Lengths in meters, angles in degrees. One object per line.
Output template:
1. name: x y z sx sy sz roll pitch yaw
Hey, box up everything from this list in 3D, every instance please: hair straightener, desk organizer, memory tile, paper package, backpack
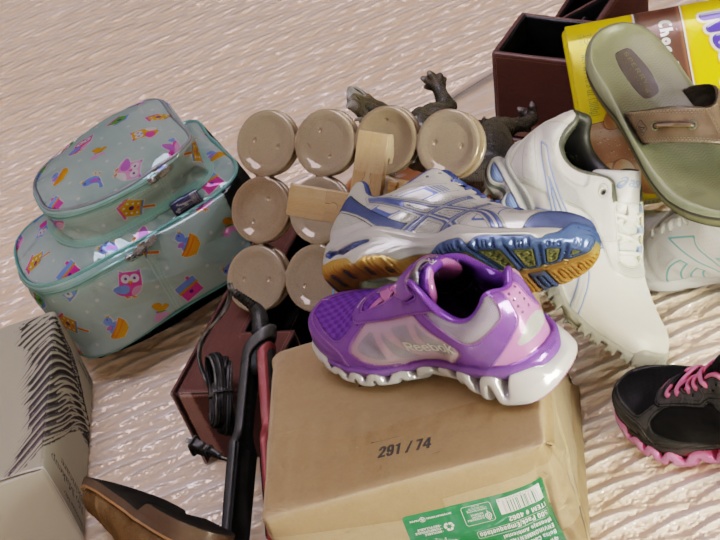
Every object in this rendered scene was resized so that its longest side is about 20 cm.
1. hair straightener: -0.093 0.106 1.664 0.077 0.041 0.201 -12 72 20
2. desk organizer: 0.171 -0.182 1.903 0.072 0.077 0.200 9 36 21
3. memory tile: -0.005 -0.043 1.722 0.200 0.154 0.017 2 -2 27
4. paper package: 0.043 0.121 1.585 0.200 0.104 0.191 -16 34 13
5. desk organizer: -0.062 0.050 1.785 0.077 0.072 0.200 -3 39 27
6. backpack: -0.183 -0.032 1.908 0.200 0.153 0.176 -40 29 -1

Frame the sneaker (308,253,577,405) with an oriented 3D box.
1. sneaker: 0.044 0.026 1.542 0.200 0.089 0.081 5 45 40

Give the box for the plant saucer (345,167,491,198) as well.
1. plant saucer: 0.084 -0.040 1.795 0.200 0.038 0.200 0 27 0

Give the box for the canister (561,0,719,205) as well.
1. canister: 0.256 -0.126 1.734 0.199 0.087 0.149 -10 79 6

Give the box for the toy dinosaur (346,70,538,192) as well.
1. toy dinosaur: 0.080 -0.092 1.798 0.200 0.077 0.102 18 44 1

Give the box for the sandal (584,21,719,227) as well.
1. sandal: 0.220 -0.105 1.637 0.080 0.057 0.201 -26 59 -20

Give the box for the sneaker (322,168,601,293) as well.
1. sneaker: 0.067 -0.034 1.598 0.200 0.075 0.088 -3 59 25

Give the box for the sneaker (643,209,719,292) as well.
1. sneaker: 0.247 -0.025 1.678 0.200 0.080 0.070 13 50 46

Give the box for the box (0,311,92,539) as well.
1. box: -0.249 0.124 1.797 0.068 0.082 0.200 -19 34 8

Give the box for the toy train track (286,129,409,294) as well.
1. toy train track: 0.000 0.000 1.694 0.114 0.201 0.033 12 8 20

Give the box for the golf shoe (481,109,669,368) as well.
1. golf shoe: 0.166 -0.024 1.652 0.097 0.078 0.200 -46 63 26

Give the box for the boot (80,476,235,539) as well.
1. boot: -0.155 0.192 1.652 0.200 0.073 0.076 18 91 64

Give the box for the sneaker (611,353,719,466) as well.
1. sneaker: 0.237 0.081 1.520 0.200 0.096 0.079 12 50 46
